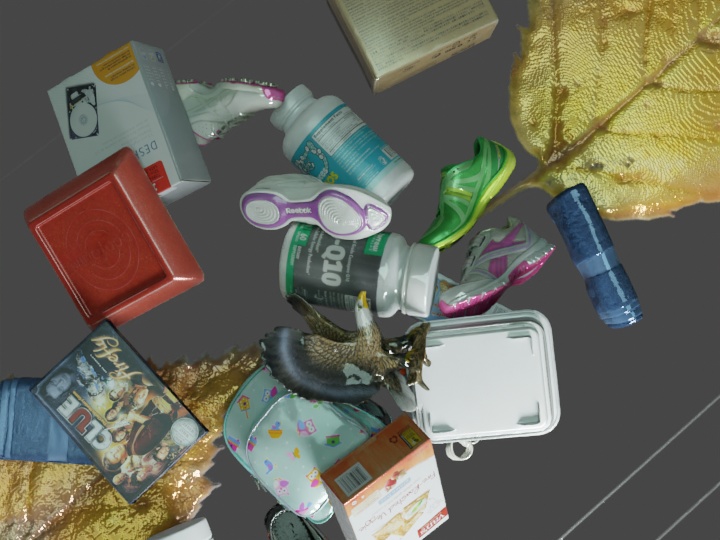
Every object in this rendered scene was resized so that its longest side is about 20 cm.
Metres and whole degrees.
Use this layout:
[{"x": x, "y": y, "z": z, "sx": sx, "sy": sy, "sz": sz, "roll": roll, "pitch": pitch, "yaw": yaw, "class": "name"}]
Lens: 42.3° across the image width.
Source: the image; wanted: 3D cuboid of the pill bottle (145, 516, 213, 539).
[{"x": -0.209, "y": 0.432, "z": 1.202, "sx": 0.119, "sy": 0.120, "sz": 0.202, "roll": -20, "pitch": 85, "yaw": -5, "class": "pill bottle"}]

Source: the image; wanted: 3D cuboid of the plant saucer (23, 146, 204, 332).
[{"x": -0.335, "y": -0.029, "z": 1.226, "sx": 0.199, "sy": 0.037, "sz": 0.201, "roll": -26, "pitch": 99, "yaw": 22, "class": "plant saucer"}]

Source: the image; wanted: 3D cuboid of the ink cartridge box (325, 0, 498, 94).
[{"x": 0.070, "y": -0.372, "z": 1.324, "sx": 0.199, "sy": 0.075, "sz": 0.166, "roll": -26, "pitch": 84, "yaw": -4, "class": "ink cartridge box"}]

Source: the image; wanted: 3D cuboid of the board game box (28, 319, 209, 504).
[{"x": -0.315, "y": 0.184, "z": 1.218, "sx": 0.135, "sy": 0.035, "sz": 0.200, "roll": -43, "pitch": 86, "yaw": -7, "class": "board game box"}]

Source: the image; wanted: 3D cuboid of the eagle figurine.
[{"x": -0.012, "y": 0.098, "z": 1.179, "sx": 0.198, "sy": 0.152, "sz": 0.152, "roll": -3, "pitch": 70, "yaw": 11, "class": "eagle figurine"}]

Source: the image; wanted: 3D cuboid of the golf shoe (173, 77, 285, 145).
[{"x": -0.187, "y": -0.217, "z": 1.275, "sx": 0.199, "sy": 0.075, "sz": 0.092, "roll": 5, "pitch": 95, "yaw": 32, "class": "golf shoe"}]

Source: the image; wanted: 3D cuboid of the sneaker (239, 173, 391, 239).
[{"x": -0.053, "y": -0.096, "z": 1.215, "sx": 0.198, "sy": 0.100, "sz": 0.075, "roll": 8, "pitch": 122, "yaw": 12, "class": "sneaker"}]

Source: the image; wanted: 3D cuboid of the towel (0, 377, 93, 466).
[{"x": -0.389, "y": 0.204, "z": 1.254, "sx": 0.198, "sy": 0.049, "sz": 0.113, "roll": 4, "pitch": 83, "yaw": -2, "class": "towel"}]

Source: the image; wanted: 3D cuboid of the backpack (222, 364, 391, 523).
[{"x": -0.079, "y": 0.210, "z": 1.216, "sx": 0.200, "sy": 0.153, "sz": 0.176, "roll": 38, "pitch": 96, "yaw": 10, "class": "backpack"}]

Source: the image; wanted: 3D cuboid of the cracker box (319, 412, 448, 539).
[{"x": 0.036, "y": 0.290, "z": 1.183, "sx": 0.133, "sy": 0.201, "sz": 0.058, "roll": -34, "pitch": 49, "yaw": -17, "class": "cracker box"}]

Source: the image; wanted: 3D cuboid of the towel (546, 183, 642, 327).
[{"x": 0.318, "y": -0.018, "z": 1.271, "sx": 0.048, "sy": 0.112, "sz": 0.201, "roll": -23, "pitch": 86, "yaw": 2, "class": "towel"}]

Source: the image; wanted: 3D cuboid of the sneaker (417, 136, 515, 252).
[{"x": 0.135, "y": -0.102, "z": 1.302, "sx": 0.083, "sy": 0.074, "sz": 0.201, "roll": 37, "pitch": 74, "yaw": -1, "class": "sneaker"}]

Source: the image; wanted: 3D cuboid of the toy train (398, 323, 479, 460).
[{"x": 0.112, "y": 0.154, "z": 1.283, "sx": 0.150, "sy": 0.056, "sz": 0.200, "roll": -40, "pitch": 93, "yaw": 12, "class": "toy train"}]

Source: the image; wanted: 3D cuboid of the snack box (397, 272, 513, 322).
[{"x": 0.111, "y": 0.045, "z": 1.306, "sx": 0.199, "sy": 0.024, "sz": 0.072, "roll": 27, "pitch": 84, "yaw": 0, "class": "snack box"}]

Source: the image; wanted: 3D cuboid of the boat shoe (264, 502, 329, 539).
[{"x": -0.059, "y": 0.400, "z": 1.242, "sx": 0.073, "sy": 0.063, "sz": 0.202, "roll": -36, "pitch": 88, "yaw": -8, "class": "boat shoe"}]

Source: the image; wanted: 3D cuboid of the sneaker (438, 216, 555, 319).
[{"x": 0.173, "y": -0.005, "z": 1.279, "sx": 0.199, "sy": 0.082, "sz": 0.088, "roll": -32, "pitch": 72, "yaw": -30, "class": "sneaker"}]

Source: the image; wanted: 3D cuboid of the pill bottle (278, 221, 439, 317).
[{"x": 0.000, "y": 0.000, "z": 1.242, "sx": 0.198, "sy": 0.113, "sz": 0.114, "roll": 8, "pitch": 83, "yaw": 12, "class": "pill bottle"}]

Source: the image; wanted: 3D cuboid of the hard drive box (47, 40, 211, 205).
[{"x": -0.312, "y": -0.181, "z": 1.257, "sx": 0.155, "sy": 0.077, "sz": 0.201, "roll": -24, "pitch": 85, "yaw": 21, "class": "hard drive box"}]

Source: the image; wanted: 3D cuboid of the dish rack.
[{"x": 0.159, "y": 0.147, "z": 1.227, "sx": 0.198, "sy": 0.044, "sz": 0.173, "roll": -7, "pitch": 100, "yaw": 9, "class": "dish rack"}]

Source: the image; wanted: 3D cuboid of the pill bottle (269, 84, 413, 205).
[{"x": -0.031, "y": -0.162, "z": 1.279, "sx": 0.200, "sy": 0.111, "sz": 0.111, "roll": 44, "pitch": 84, "yaw": 3, "class": "pill bottle"}]
